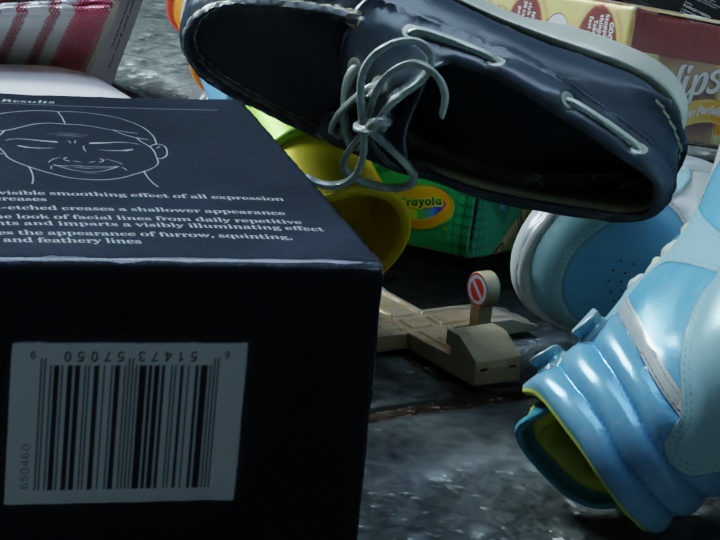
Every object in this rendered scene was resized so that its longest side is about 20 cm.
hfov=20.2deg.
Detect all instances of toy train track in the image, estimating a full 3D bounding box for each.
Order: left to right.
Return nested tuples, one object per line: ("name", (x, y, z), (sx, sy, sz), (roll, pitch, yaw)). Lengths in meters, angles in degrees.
("toy train track", (0.000, 0.000, 0.861), (0.114, 0.033, 0.200), (-6, 20, -34))

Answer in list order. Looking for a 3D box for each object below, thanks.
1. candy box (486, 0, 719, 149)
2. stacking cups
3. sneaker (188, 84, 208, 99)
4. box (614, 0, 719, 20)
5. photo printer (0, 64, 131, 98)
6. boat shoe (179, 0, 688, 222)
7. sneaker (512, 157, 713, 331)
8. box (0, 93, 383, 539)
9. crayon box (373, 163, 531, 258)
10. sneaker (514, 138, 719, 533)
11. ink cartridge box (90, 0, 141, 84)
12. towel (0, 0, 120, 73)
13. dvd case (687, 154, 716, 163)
("candy box", (0.101, -0.096, 0.913), (0.115, 0.056, 0.200), (5, 10, -32))
("stacking cups", (-0.043, -0.076, 0.852), (0.060, 0.061, 0.201), (-3, 43, -27))
("sneaker", (0.002, -0.091, 1.090), (0.199, 0.096, 0.079), (-22, 41, -8))
("box", (0.212, -0.106, 1.028), (0.199, 0.050, 0.160), (28, -3, 11))
("photo printer", (-0.155, -0.036, 0.861), (0.165, 0.070, 0.200), (-3, 20, -28))
("boat shoe", (0.023, -0.063, 0.753), (0.199, 0.075, 0.062), (19, 39, 0))
("sneaker", (0.168, 0.010, 0.779), (0.198, 0.080, 0.131), (1, 17, -19))
("box", (-0.092, 0.015, 0.655), (0.147, 0.108, 0.200), (1, 19, -16))
("crayon box", (0.041, -0.052, 0.954), (0.118, 0.059, 0.200), (13, 10, 24))
("sneaker", (0.112, 0.011, 0.694), (0.130, 0.080, 0.200), (-34, 15, 23))
("ink cartridge box", (-0.229, -0.182, 1.118), (0.144, 0.085, 0.200), (14, -10, 24))
("towel", (-0.223, -0.097, 0.953), (0.199, 0.030, 0.146), (-5, -22, -26))
("dvd case", (0.219, -0.026, 1.040), (0.145, 0.022, 0.200), (-1, 19, -22))
